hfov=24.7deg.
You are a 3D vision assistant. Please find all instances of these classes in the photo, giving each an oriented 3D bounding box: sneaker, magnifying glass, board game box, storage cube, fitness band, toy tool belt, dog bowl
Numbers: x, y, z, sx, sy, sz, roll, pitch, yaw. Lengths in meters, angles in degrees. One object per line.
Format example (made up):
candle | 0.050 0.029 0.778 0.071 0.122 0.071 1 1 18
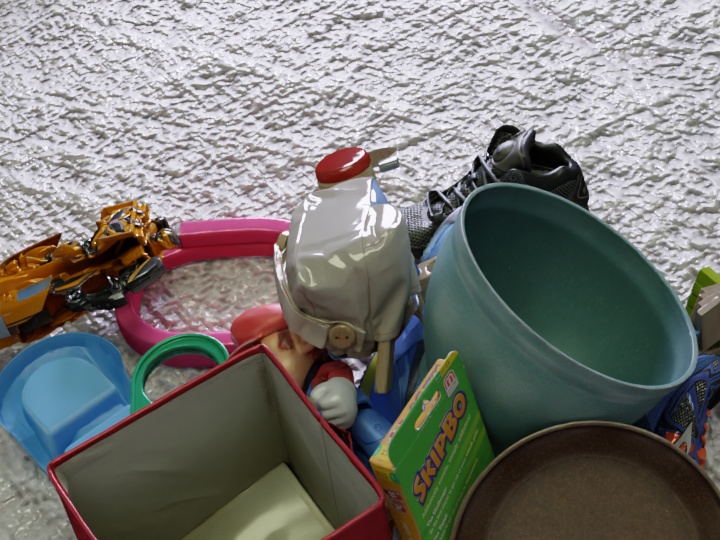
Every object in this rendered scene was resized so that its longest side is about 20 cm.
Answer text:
sneaker | 0.226 0.146 1.208 0.078 0.076 0.200 29 65 20
magnifying glass | -0.159 0.127 1.255 0.079 0.023 0.201 11 48 19
board game box | 0.060 0.152 1.132 0.030 0.201 0.096 14 50 31
storage cube | -0.084 0.197 1.132 0.199 0.181 0.171 -28 48 -17
sneaker | 0.094 -0.064 1.390 0.197 0.115 0.077 -9 41 5
fitness band | -0.113 0.018 1.405 0.198 0.038 0.144 -3 47 9
sneaker | 0.072 0.042 1.308 0.078 0.066 0.201 15 67 30
toy tool belt | 0.000 0.000 1.253 0.124 0.124 0.200 -16 26 9
dog bowl | -0.210 0.131 1.307 0.111 0.050 0.200 -35 50 -21

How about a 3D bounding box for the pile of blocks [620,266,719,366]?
pile of blocks | 0.240 0.047 1.280 0.199 0.082 0.062 -32 50 -18

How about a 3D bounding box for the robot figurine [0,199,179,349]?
robot figurine | -0.248 0.004 1.391 0.199 0.059 0.145 -24 24 5

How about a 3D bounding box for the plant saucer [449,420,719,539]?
plant saucer | 0.158 0.202 1.121 0.198 0.037 0.203 0 90 5

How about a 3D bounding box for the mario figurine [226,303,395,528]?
mario figurine | -0.040 0.111 1.243 0.200 0.124 0.106 47 26 25

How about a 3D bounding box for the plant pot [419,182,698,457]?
plant pot | 0.123 0.053 1.192 0.199 0.135 0.201 24 33 -17
